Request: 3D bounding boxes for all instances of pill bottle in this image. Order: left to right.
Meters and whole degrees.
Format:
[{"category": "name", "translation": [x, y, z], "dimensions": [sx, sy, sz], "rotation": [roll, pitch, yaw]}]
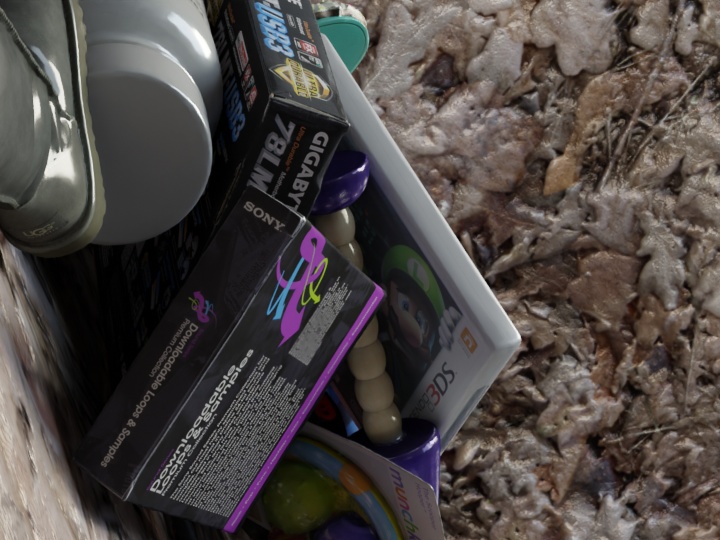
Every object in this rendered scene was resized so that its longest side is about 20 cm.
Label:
[{"category": "pill bottle", "translation": [-0.125, -0.098, 1.167], "dimensions": [0.200, 0.114, 0.115], "rotation": [-108, 177, -59]}]

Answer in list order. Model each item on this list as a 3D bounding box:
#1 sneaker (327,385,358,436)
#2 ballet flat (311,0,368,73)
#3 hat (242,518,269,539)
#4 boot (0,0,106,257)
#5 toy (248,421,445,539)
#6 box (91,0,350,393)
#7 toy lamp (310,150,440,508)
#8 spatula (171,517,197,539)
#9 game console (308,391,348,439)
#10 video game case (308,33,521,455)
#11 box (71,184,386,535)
[{"category": "sneaker", "translation": [0.007, 0.075, 1.415], "dimensions": [0.066, 0.078, 0.201], "rotation": [103, -32, -69]}, {"category": "ballet flat", "translation": [-0.086, -0.093, 1.373], "dimensions": [0.064, 0.200, 0.076], "rotation": [41, -12, 44]}, {"category": "hat", "translation": [-0.041, 0.130, 1.536], "dimensions": [0.200, 0.081, 0.201], "rotation": [32, -34, 25]}, {"category": "boot", "translation": [-0.162, -0.100, 0.966], "dimensions": [0.200, 0.072, 0.183], "rotation": [44, 23, -72]}, {"category": "toy", "translation": [-0.033, 0.129, 1.271], "dimensions": [0.199, 0.047, 0.116], "rotation": [27, -35, 41]}, {"category": "box", "translation": [-0.076, -0.040, 1.222], "dimensions": [0.199, 0.049, 0.200], "rotation": [-63, -159, 22]}, {"category": "toy lamp", "translation": [0.002, 0.041, 1.248], "dimensions": [0.058, 0.058, 0.202], "rotation": [-108, -178, -71]}, {"category": "spatula", "translation": [-0.091, 0.117, 1.250], "dimensions": [0.057, 0.020, 0.201], "rotation": [92, -14, -50]}, {"category": "game console", "translation": [-0.022, 0.140, 1.389], "dimensions": [0.177, 0.031, 0.201], "rotation": [-130, -157, -66]}, {"category": "video game case", "translation": [0.000, 0.000, 1.303], "dimensions": [0.201, 0.023, 0.182], "rotation": [58, -28, 17]}, {"category": "box", "translation": [-0.054, 0.046, 1.103], "dimensions": [0.036, 0.144, 0.200], "rotation": [32, -3, 13]}]
